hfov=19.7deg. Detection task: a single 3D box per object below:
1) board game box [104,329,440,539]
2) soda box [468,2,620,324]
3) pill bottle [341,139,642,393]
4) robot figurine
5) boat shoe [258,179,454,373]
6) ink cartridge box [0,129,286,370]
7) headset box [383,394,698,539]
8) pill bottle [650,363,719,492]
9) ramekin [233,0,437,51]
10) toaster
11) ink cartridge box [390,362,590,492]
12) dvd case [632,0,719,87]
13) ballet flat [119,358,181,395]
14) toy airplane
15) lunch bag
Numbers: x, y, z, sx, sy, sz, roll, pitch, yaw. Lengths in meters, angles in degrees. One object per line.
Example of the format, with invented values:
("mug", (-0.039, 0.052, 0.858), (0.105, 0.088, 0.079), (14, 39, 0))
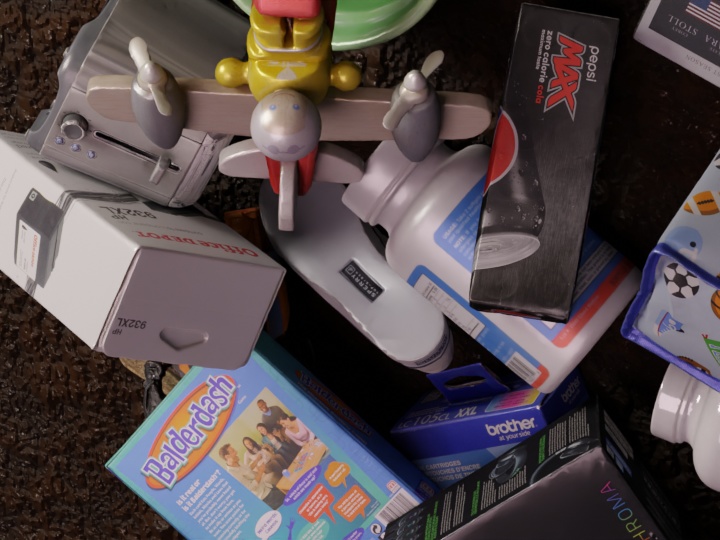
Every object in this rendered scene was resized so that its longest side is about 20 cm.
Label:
("board game box", (-0.065, 0.153, 1.535), (0.200, 0.045, 0.152), (42, 106, -1))
("soda box", (0.120, -0.069, 1.360), (0.071, 0.063, 0.200), (10, 85, 3))
("pill bottle", (0.089, -0.017, 1.445), (0.200, 0.112, 0.112), (40, 127, 4))
("robot figurine", (-0.109, 0.057, 1.585), (0.145, 0.058, 0.200), (-9, 91, 14))
("boat shoe", (0.000, 0.000, 1.527), (0.071, 0.070, 0.200), (-44, 65, -2))
("ink cartridge box", (-0.174, -0.017, 1.472), (0.200, 0.145, 0.084), (36, 107, 40))
("headset box", (0.130, 0.220, 1.455), (0.200, 0.093, 0.174), (-32, 102, 14))
("pill bottle", (0.301, 0.113, 1.396), (0.200, 0.111, 0.111), (20, 123, 20))
("ramekin", (-0.008, -0.256, 1.380), (0.200, 0.098, 0.200), (13, 121, 23))
("toaster", (-0.145, -0.136, 1.480), (0.129, 0.200, 0.114), (28, 127, -8))
("ink cartridge box", (0.115, 0.152, 1.545), (0.136, 0.076, 0.200), (-14, 106, 34))
("dvd case", (0.275, -0.195, 1.302), (0.150, 0.025, 0.200), (31, 125, 12))
("ballet flat", (-0.117, 0.092, 1.659), (0.200, 0.071, 0.065), (39, 155, 9))
("toy airplane", (-0.047, -0.106, 1.330), (0.200, 0.141, 0.199), (-36, 116, 24))
("lunch bag", (0.292, 0.012, 1.300), (0.200, 0.170, 0.124), (29, 150, 13))
